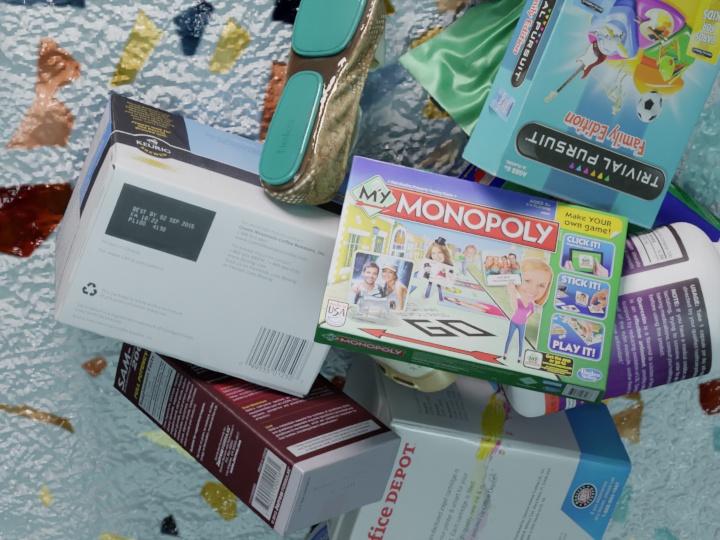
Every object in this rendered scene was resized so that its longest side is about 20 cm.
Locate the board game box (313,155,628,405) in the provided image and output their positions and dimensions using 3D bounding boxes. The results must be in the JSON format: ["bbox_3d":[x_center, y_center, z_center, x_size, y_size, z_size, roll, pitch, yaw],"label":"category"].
[{"bbox_3d":[0.077,0.006,1.245,0.198,0.136,0.029,12,154,-1],"label":"board game box"}]

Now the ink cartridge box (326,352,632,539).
[{"bbox_3d":[0.084,0.155,1.440,0.198,0.146,0.148,12,117,-15],"label":"ink cartridge box"}]

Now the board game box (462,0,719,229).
[{"bbox_3d":[0.176,-0.145,1.264,0.150,0.047,0.202,15,101,-33],"label":"board game box"}]

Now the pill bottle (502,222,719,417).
[{"bbox_3d":[0.194,0.032,1.321,0.198,0.113,0.113,-13,120,-2],"label":"pill bottle"}]

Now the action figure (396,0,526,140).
[{"bbox_3d":[0.138,-0.175,1.309,0.200,0.055,0.118,-43,83,1],"label":"action figure"}]

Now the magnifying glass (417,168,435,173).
[{"bbox_3d":[0.000,0.000,1.391,0.022,0.080,0.200,21,126,-37],"label":"magnifying glass"}]

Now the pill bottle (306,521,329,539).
[{"bbox_3d":[0.015,0.292,1.474,0.112,0.201,0.115,-4,119,-7],"label":"pill bottle"}]

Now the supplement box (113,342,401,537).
[{"bbox_3d":[-0.079,0.105,1.344,0.108,0.200,0.061,-12,130,-45],"label":"supplement box"}]

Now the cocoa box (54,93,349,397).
[{"bbox_3d":[-0.110,-0.020,1.321,0.198,0.132,0.134,18,114,-18],"label":"cocoa box"}]

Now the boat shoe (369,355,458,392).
[{"bbox_3d":[0.036,0.053,1.345,0.074,0.200,0.067,-37,96,3],"label":"boat shoe"}]

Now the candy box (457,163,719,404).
[{"bbox_3d":[0.165,-0.017,1.398,0.199,0.077,0.169,32,108,-25],"label":"candy box"}]

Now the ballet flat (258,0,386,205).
[{"bbox_3d":[-0.019,-0.138,1.285,0.065,0.070,0.202,29,77,-49],"label":"ballet flat"}]
